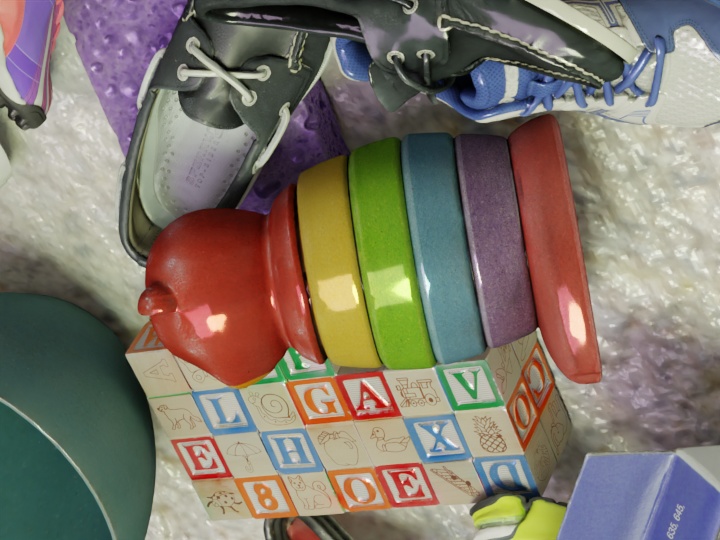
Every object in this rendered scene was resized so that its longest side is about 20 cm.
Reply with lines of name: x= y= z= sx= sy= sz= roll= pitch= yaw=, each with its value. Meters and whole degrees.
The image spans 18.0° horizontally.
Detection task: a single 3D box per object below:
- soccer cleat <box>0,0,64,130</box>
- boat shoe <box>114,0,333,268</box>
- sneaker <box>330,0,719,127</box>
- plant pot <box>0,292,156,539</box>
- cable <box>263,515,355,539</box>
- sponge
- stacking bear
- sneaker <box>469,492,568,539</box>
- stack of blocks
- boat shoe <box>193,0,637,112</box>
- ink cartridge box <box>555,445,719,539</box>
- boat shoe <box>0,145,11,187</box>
soccer cleat: x=-0.163 y=-0.122 z=1.067 sx=0.068 sy=0.073 sz=0.200 roll=40 pitch=172 yaw=9
boat shoe: x=-0.062 y=-0.081 z=1.045 sx=0.075 sy=0.060 sz=0.201 roll=24 pitch=129 yaw=5
sneaker: x=0.083 y=-0.089 z=0.990 sx=0.199 sy=0.088 sz=0.076 roll=11 pitch=127 yaw=17
plant pot: x=-0.190 y=0.089 z=1.223 sx=0.199 sy=0.135 sz=0.201 roll=13 pitch=129 yaw=16
cable: x=0.018 y=0.168 z=1.210 sx=0.199 sy=0.050 sz=0.098 roll=4 pitch=116 yaw=45
sponge: x=-0.079 y=-0.103 z=1.097 sx=0.111 sy=0.030 sz=0.201 roll=-6 pitch=120 yaw=28
stacking bear: x=0.000 y=0.000 z=1.035 sx=0.199 sy=0.122 sz=0.114 roll=-10 pitch=107 yaw=4
sneaker: x=0.136 y=0.182 z=1.144 sx=0.199 sy=0.081 sz=0.074 roll=22 pitch=158 yaw=-16
stack of blocks: x=-0.006 y=0.061 z=1.163 sx=0.199 sy=0.059 sz=0.116 roll=-7 pitch=122 yaw=29
boat shoe: x=0.014 y=-0.099 z=0.926 sx=0.199 sy=0.074 sz=0.066 roll=23 pitch=88 yaw=19
ink cartridge box: x=0.174 y=0.168 z=1.074 sx=0.199 sy=0.047 sz=0.199 roll=-3 pitch=126 yaw=-26
boat shoe: x=-0.249 y=-0.108 z=1.140 sx=0.071 sy=0.064 sz=0.201 roll=6 pitch=131 yaw=56
